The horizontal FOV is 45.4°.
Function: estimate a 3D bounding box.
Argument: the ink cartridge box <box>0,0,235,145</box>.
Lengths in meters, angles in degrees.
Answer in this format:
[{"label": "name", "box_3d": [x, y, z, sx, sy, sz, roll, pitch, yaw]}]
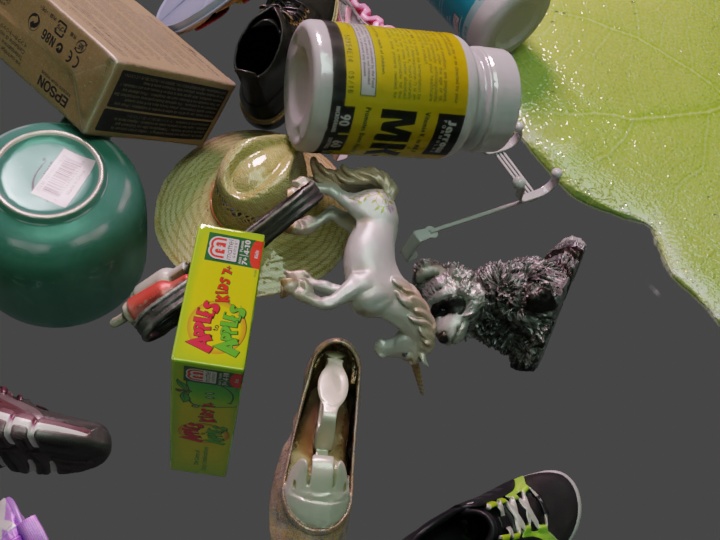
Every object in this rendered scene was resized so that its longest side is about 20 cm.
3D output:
[{"label": "ink cartridge box", "box_3d": [-0.239, -0.201, 0.784, 0.199, 0.076, 0.164, 40, 20, 20]}]

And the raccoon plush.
[{"label": "raccoon plush", "box_3d": [0.125, 0.016, 0.812, 0.132, 0.098, 0.200, 21, 26, 16]}]

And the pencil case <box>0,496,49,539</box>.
[{"label": "pencil case", "box_3d": [-0.299, 0.230, 0.560, 0.199, 0.086, 0.084, -31, 69, -28]}]

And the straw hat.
[{"label": "straw hat", "box_3d": [-0.092, -0.078, 0.794, 0.197, 0.085, 0.204, 6, 58, -9]}]

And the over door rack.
[{"label": "over door rack", "box_3d": [0.092, -0.114, 0.871, 0.198, 0.067, 0.149, -24, 67, -25]}]

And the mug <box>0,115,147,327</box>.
[{"label": "mug", "box_3d": [-0.262, -0.060, 0.726, 0.150, 0.115, 0.187, -18, 65, -22]}]

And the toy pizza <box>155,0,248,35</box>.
[{"label": "toy pizza", "box_3d": [-0.130, -0.306, 0.891, 0.032, 0.198, 0.202, 48, 50, -33]}]

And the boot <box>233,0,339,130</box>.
[{"label": "boot", "box_3d": [-0.068, -0.249, 0.830, 0.076, 0.138, 0.203, 13, 82, 1]}]

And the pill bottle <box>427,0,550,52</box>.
[{"label": "pill bottle", "box_3d": [0.119, -0.349, 0.993, 0.110, 0.111, 0.201, -28, 69, -26]}]

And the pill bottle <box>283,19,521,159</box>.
[{"label": "pill bottle", "box_3d": [0.037, -0.160, 0.779, 0.197, 0.115, 0.116, 0, 59, -20]}]

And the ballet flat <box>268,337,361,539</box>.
[{"label": "ballet flat", "box_3d": [-0.033, 0.143, 0.685, 0.067, 0.068, 0.203, 9, 58, -8]}]

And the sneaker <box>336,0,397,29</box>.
[{"label": "sneaker", "box_3d": [-0.032, -0.253, 0.929, 0.095, 0.079, 0.200, -41, 74, -18]}]

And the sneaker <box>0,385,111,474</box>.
[{"label": "sneaker", "box_3d": [-0.283, 0.085, 0.660, 0.196, 0.076, 0.117, 8, 55, -7]}]

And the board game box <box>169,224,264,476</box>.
[{"label": "board game box", "box_3d": [-0.108, 0.067, 0.634, 0.047, 0.201, 0.103, 9, 57, -7]}]

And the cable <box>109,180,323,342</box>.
[{"label": "cable", "box_3d": [-0.120, -0.010, 0.685, 0.050, 0.199, 0.097, 49, 16, -2]}]

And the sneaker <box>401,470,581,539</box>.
[{"label": "sneaker", "box_3d": [0.102, 0.210, 0.667, 0.198, 0.083, 0.072, -21, 66, -24]}]

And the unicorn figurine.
[{"label": "unicorn figurine", "box_3d": [0.000, 0.000, 0.733, 0.135, 0.074, 0.204, 5, 83, -6]}]
